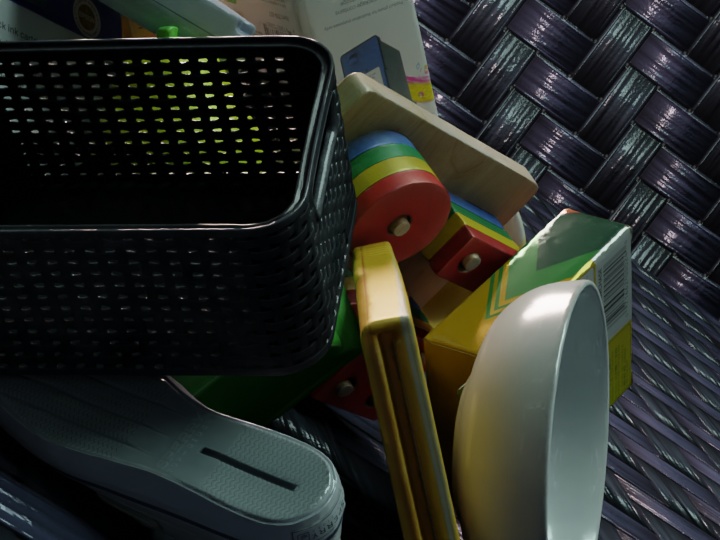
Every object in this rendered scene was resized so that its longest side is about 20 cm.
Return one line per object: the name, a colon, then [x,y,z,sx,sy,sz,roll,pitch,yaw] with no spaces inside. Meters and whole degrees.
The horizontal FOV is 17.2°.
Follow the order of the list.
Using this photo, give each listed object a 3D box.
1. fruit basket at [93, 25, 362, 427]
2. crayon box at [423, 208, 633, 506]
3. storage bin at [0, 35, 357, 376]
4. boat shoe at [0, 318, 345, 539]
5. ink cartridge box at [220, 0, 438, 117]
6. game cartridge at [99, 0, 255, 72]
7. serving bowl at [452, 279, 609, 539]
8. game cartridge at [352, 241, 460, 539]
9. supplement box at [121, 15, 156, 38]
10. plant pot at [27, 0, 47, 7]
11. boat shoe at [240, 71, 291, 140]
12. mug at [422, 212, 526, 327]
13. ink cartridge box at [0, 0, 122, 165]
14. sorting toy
fruit basket: [-0.102,-0.018,1.287,0.216,0.156,0.216,48,14,-16]
crayon box: [0.098,0.064,1.467,0.051,0.127,0.200,18,38,30]
storage bin: [-0.110,-0.030,1.103,0.200,0.094,0.135,0,43,9]
boat shoe: [-0.096,0.090,1.093,0.200,0.074,0.067,28,-36,28]
ink cartridge box: [-0.023,-0.135,1.591,0.145,0.087,0.200,25,-48,60]
game cartridge: [-0.144,-0.175,1.386,0.133,0.040,0.200,33,4,-25]
serving bowl: [0.092,0.103,1.340,0.066,0.200,0.200,3,1,16]
game cartridge: [0.026,0.087,1.322,0.200,0.032,0.176,-107,-176,-78]
supplement box: [-0.146,-0.233,1.521,0.069,0.067,0.200,-153,-133,-69]
plant pot: [-0.280,-0.176,1.486,0.200,0.134,0.200,36,10,-7]
boat shoe: [-0.072,-0.073,1.562,0.200,0.072,0.076,39,-24,51]
mug: [0.050,-0.003,1.950,0.149,0.187,0.153,3,4,-5]
ink cartridge box: [-0.183,-0.095,1.350,0.200,0.041,0.200,23,62,-54]
sorting toy: [0.000,0.000,1.467,0.199,0.200,0.070,25,25,-51]
